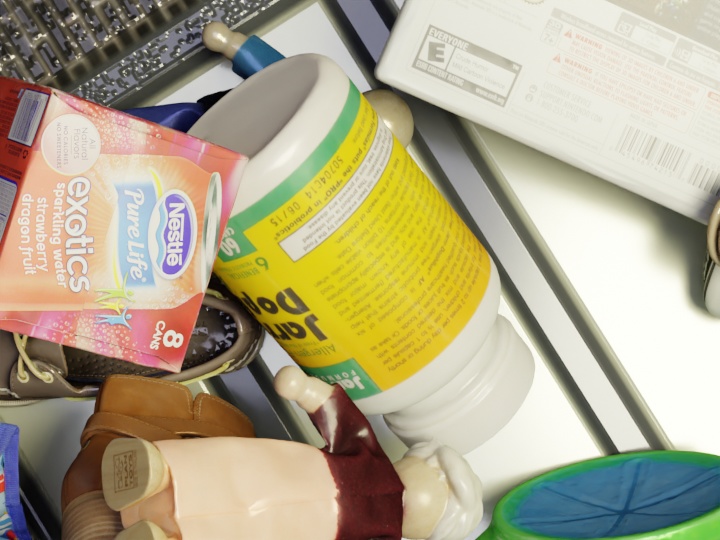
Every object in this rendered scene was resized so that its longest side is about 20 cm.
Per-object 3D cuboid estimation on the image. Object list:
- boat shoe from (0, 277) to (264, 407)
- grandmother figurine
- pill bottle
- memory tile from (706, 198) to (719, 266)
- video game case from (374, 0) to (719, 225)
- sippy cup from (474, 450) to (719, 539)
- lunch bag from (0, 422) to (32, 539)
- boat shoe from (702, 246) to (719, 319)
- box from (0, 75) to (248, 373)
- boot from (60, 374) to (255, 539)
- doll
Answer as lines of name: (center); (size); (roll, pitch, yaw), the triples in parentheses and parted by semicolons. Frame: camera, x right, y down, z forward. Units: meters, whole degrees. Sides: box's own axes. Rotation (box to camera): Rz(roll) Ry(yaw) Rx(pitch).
boat shoe: (-0.152, 0.037, 0.829); (0.199, 0.060, 0.072); (-3, 89, 1)
grandmother figurine: (-0.022, 0.105, 0.723); (0.199, 0.060, 0.122); (6, 79, -38)
pill bottle: (0.000, 0.000, 0.777); (0.113, 0.113, 0.200); (-41, 116, 0)
memory tile: (0.259, -0.072, 0.796); (0.153, 0.017, 0.201); (25, 95, -41)
video game case: (0.132, -0.140, 0.768); (0.199, 0.023, 0.183); (23, 100, -5)
sippy cup: (0.144, 0.175, 0.793); (0.177, 0.140, 0.131); (-6, 99, 26)
lunch bag: (-0.258, 0.155, 0.705); (0.150, 0.200, 0.094); (8, 127, 8)
boat shoe: (0.218, -0.072, 0.829); (0.064, 0.071, 0.201); (24, 98, 34)
box: (-0.142, -0.030, 0.711); (0.095, 0.200, 0.100); (18, 91, -30)
boot: (-0.056, 0.136, 0.776); (0.200, 0.155, 0.074); (33, 116, -24)
doll: (-0.070, -0.066, 0.836); (0.199, 0.048, 0.137); (-10, 90, 1)
